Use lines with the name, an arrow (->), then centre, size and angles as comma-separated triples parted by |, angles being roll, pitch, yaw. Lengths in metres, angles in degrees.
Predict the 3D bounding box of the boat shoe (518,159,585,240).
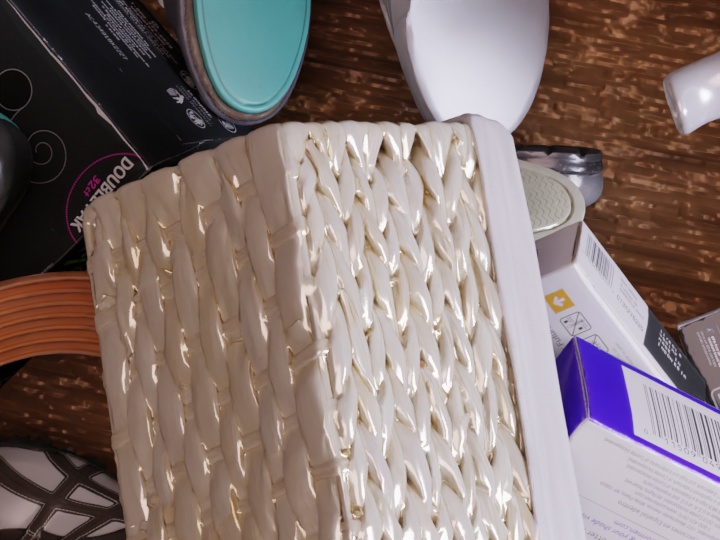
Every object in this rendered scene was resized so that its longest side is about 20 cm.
boat shoe -> 0.000, 0.000, 1.266 | 0.200, 0.072, 0.068 | -13, 132, 7

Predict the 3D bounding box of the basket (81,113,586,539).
basket -> -0.013, 0.049, 1.125 | 0.136, 0.123, 0.200 | -21, 74, 41

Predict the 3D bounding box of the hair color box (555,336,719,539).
hair color box -> 0.079, 0.134, 1.202 | 0.109, 0.065, 0.200 | 27, 117, -18

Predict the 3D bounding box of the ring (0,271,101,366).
ring -> -0.130, 0.087, 1.208 | 0.200, 0.019, 0.200 | -10, 121, -16

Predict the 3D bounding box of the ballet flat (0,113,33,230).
ballet flat -> -0.191, 0.017, 1.197 | 0.068, 0.068, 0.200 | 43, 110, 8

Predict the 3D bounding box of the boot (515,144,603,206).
boot -> 0.022, 0.019, 1.318 | 0.200, 0.070, 0.132 | -12, 89, 18

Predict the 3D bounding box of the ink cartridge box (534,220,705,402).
ink cartridge box -> 0.034, 0.058, 1.232 | 0.200, 0.037, 0.095 | -26, 117, 26

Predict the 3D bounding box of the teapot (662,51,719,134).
teapot -> 0.222, -0.123, 1.203 | 0.146, 0.200, 0.197 | -3, 71, 34

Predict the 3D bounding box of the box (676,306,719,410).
box -> 0.238, 0.016, 1.263 | 0.200, 0.117, 0.060 | -22, 84, 7

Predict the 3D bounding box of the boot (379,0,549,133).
boot -> 0.024, -0.155, 1.307 | 0.074, 0.096, 0.200 | -12, 98, -23

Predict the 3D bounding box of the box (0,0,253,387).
box -> -0.177, -0.040, 1.286 | 0.200, 0.124, 0.149 | -43, 83, 20

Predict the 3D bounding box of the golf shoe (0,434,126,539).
golf shoe -> -0.126, 0.128, 1.306 | 0.200, 0.094, 0.078 | 3, 119, 9

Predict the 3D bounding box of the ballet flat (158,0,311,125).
ballet flat -> -0.060, -0.158, 1.311 | 0.073, 0.073, 0.200 | -2, 82, 7
